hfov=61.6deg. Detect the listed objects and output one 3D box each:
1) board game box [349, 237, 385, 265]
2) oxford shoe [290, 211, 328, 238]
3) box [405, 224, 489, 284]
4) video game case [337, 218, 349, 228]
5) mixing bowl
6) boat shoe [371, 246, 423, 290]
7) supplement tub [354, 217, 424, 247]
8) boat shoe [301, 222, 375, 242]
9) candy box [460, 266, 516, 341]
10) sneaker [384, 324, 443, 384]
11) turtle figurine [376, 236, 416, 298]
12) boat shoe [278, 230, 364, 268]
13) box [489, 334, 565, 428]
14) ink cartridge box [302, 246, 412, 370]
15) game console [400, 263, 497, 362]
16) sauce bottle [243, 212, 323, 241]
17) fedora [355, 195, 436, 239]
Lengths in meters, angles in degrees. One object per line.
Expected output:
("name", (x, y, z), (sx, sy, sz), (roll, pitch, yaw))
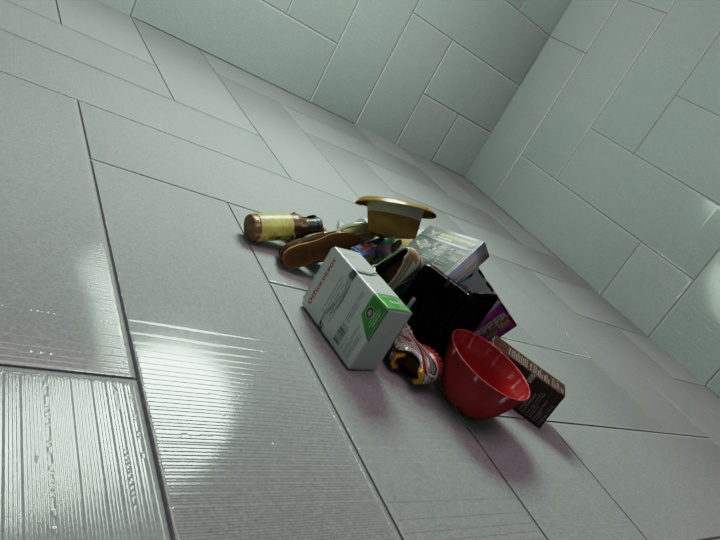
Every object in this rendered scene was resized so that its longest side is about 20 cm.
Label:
("board game box", (0.000, 0.000, 1.384), (0.034, 0.137, 0.199), (32, 19, 13))
("oxford shoe", (-0.107, -0.095, 1.534), (0.197, 0.073, 0.071), (14, 25, -42))
("box", (0.187, -0.029, 1.462), (0.198, 0.158, 0.049), (23, -34, 50))
("video game case", (0.021, -0.069, 1.741), (0.197, 0.022, 0.183), (27, 20, -13))
("mixing bowl", (0.240, 0.230, 1.244), (0.197, 0.109, 0.201), (30, 21, -12))
("boat shoe", (0.037, 0.021, 1.252), (0.075, 0.199, 0.068), (51, 6, 33))
("supplement tub", (0.076, -0.057, 1.599), (0.196, 0.147, 0.145), (12, 27, -27))
("boat shoe", (-0.048, -0.063, 1.455), (0.195, 0.073, 0.066), (-13, 64, -14))
("candy box", (0.277, 0.091, 1.489), (0.201, 0.135, 0.061), (51, 11, -24))
("sneaker", (0.077, 0.154, 1.232), (0.199, 0.079, 0.081), (38, 30, 28))
("turtle figurine", (0.105, 0.029, 1.340), (0.203, 0.099, 0.150), (64, -1, 12))
("boat shoe", (-0.091, -0.054, 1.378), (0.195, 0.072, 0.070), (-8, 17, -17))
("box", (0.362, 0.254, 1.391), (0.198, 0.101, 0.075), (35, 20, 10))
("ink cartridge box", (-0.012, 0.072, 1.184), (0.082, 0.148, 0.201), (12, 29, -46))
("game console", (0.169, 0.097, 1.304), (0.174, 0.202, 0.116), (35, 25, 7))
("sauce bottle", (-0.176, -0.102, 1.413), (0.197, 0.067, 0.066), (-4, 38, -38))
("fedora", (0.077, -0.116, 1.401), (0.195, 0.084, 0.201), (10, -1, 0))
